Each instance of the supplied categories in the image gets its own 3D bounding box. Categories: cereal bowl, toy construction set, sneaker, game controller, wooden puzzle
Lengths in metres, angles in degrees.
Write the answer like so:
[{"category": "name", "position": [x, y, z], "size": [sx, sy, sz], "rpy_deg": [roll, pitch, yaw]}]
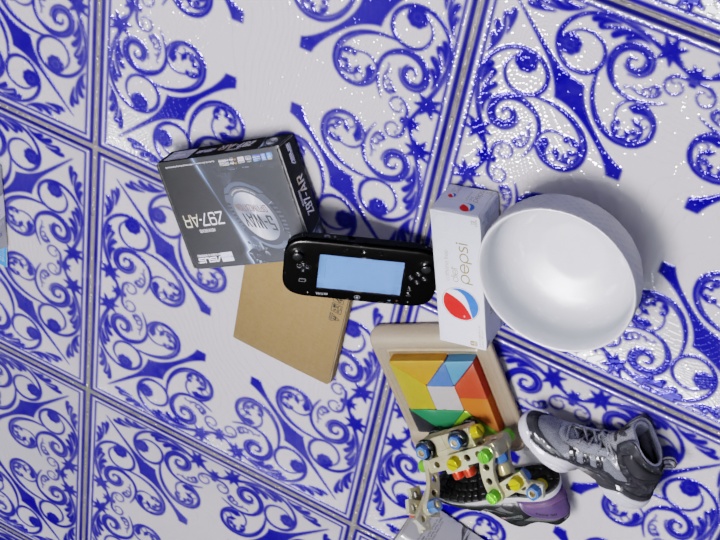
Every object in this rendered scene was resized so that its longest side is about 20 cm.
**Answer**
[{"category": "cereal bowl", "position": [0.241, -0.007, 1.584], "size": [0.199, 0.083, 0.201], "rpy_deg": [16, 130, 20]}, {"category": "toy construction set", "position": [0.141, 0.274, 1.811], "size": [0.199, 0.092, 0.132], "rpy_deg": [-25, 95, 28]}, {"category": "sneaker", "position": [0.195, 0.325, 1.876], "size": [0.199, 0.076, 0.088], "rpy_deg": [-2, 128, 33]}, {"category": "game controller", "position": [0.000, 0.000, 1.724], "size": [0.198, 0.042, 0.105], "rpy_deg": [6, 128, -2]}, {"category": "wooden puzzle", "position": [0.117, 0.162, 1.823], "size": [0.184, 0.037, 0.201], "rpy_deg": [-2, 122, 33]}, {"category": "sneaker", "position": [0.307, 0.218, 1.725], "size": [0.199, 0.076, 0.114], "rpy_deg": [31, 134, 0]}]

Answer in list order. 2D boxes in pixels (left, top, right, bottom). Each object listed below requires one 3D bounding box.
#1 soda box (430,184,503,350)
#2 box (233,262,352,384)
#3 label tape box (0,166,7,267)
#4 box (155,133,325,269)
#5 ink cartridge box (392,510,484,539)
[{"category": "soda box", "position": [0.134, -0.003, 1.668], "size": [0.068, 0.064, 0.201], "rpy_deg": [12, 128, 25]}, {"category": "box", "position": [-0.095, 0.053, 1.880], "size": [0.163, 0.021, 0.201], "rpy_deg": [26, 133, 13]}, {"category": "label tape box", "position": [-0.620, -0.092, 2.065], "size": [0.142, 0.066, 0.201], "rpy_deg": [22, 131, 16]}, {"category": "box", "position": [-0.156, -0.088, 1.777], "size": [0.199, 0.044, 0.161], "rpy_deg": [-4, 115, 30]}, {"category": "ink cartridge box", "position": [0.131, 0.454, 2.003], "size": [0.199, 0.084, 0.145], "rpy_deg": [33, 135, 4]}]
